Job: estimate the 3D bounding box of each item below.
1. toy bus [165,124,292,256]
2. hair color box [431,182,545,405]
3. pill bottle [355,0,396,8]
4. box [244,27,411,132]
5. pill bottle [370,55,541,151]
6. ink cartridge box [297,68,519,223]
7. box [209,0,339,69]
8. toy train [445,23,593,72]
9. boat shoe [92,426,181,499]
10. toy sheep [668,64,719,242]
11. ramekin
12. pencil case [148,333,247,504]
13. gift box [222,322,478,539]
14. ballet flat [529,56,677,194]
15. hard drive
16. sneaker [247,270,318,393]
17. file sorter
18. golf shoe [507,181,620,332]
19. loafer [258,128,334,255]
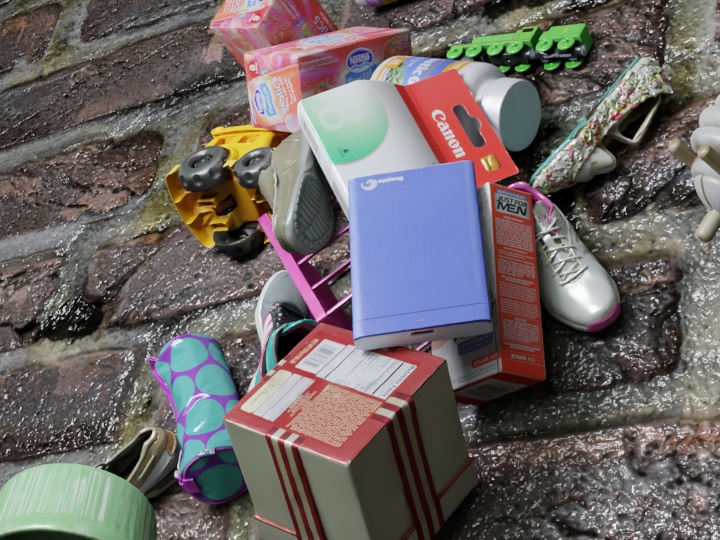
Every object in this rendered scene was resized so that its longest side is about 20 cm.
[{"bbox_3d":[-0.115,-0.126,1.719,0.199,0.136,0.192,0,40,34],"label":"toy bus"},{"bbox_3d":[0.125,0.025,1.380,0.111,0.064,0.201,-30,54,50],"label":"hair color box"},{"bbox_3d":[0.079,-0.430,1.827,0.199,0.104,0.105,-12,50,30],"label":"pill bottle"},{"bbox_3d":[-0.036,-0.240,1.679,0.199,0.095,0.102,-22,24,-40],"label":"box"},{"bbox_3d":[0.111,-0.194,1.602,0.199,0.112,0.112,12,64,43],"label":"pill bottle"},{"bbox_3d":[0.052,-0.143,1.464,0.199,0.050,0.162,-22,65,-12],"label":"ink cartridge box"},{"bbox_3d":[-0.090,-0.288,1.764,0.094,0.200,0.103,12,63,42],"label":"box"},{"bbox_3d":[0.194,-0.273,1.662,0.199,0.042,0.057,3,48,38],"label":"toy train"},{"bbox_3d":[-0.290,0.255,1.562,0.200,0.068,0.075,-43,42,-1],"label":"boat shoe"},{"bbox_3d":[0.383,-0.117,1.323,0.201,0.138,0.138,-55,42,1],"label":"toy sheep"},{"bbox_3d":[-0.313,0.299,1.455,0.199,0.200,0.098,-21,38,21],"label":"ramekin"},{"bbox_3d":[-0.181,0.165,1.542,0.092,0.086,0.201,-12,42,-11],"label":"pencil case"},{"bbox_3d":[-0.011,0.176,1.308,0.199,0.188,0.184,18,45,41],"label":"gift box"},{"bbox_3d":[0.271,-0.149,1.484,0.064,0.076,0.200,42,90,14],"label":"ballet flat"},{"bbox_3d":[0.055,-0.018,1.323,0.131,0.025,0.201,-8,51,7],"label":"hard drive"},{"bbox_3d":[-0.074,0.070,1.510,0.121,0.083,0.201,-43,36,51],"label":"sneaker"},{"bbox_3d":[0.000,0.000,1.505,0.125,0.139,0.200,-37,42,3],"label":"file sorter"},{"bbox_3d":[0.200,-0.016,1.404,0.075,0.092,0.200,-35,43,3],"label":"golf shoe"},{"bbox_3d":[-0.072,-0.082,1.480,0.069,0.075,0.201,-22,33,20],"label":"loafer"}]
